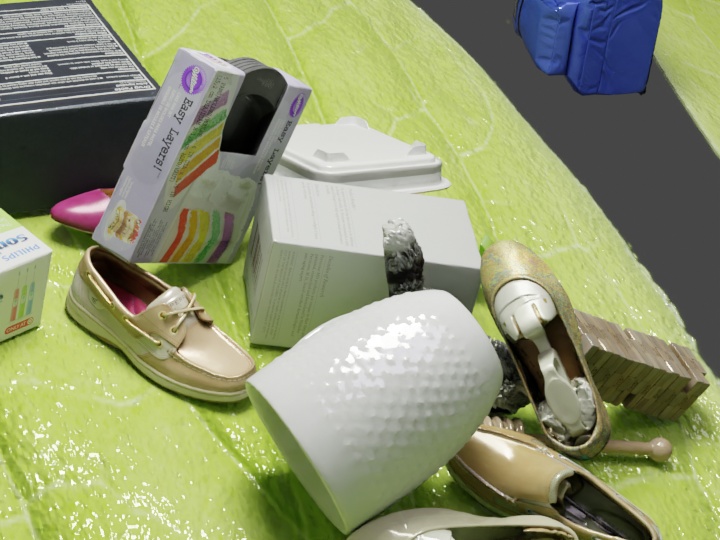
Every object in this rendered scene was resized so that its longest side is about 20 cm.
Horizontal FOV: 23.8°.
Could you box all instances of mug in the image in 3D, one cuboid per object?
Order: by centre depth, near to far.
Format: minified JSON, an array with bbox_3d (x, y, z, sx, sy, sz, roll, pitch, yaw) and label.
[{"bbox_3d":[0.008,0.091,1.387,0.175,0.148,0.200,-33,32,-12],"label":"mug"}]

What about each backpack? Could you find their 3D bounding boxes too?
[{"bbox_3d":[0.275,-0.336,2.136,0.166,0.163,0.201,2,37,-14],"label":"backpack"}]

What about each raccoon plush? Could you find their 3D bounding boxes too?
[{"bbox_3d":[0.093,0.051,1.488,0.133,0.201,0.097,-4,39,6],"label":"raccoon plush"}]

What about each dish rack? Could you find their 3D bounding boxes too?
[{"bbox_3d":[-0.019,-0.120,1.758,0.170,0.044,0.200,-8,20,-30],"label":"dish rack"}]

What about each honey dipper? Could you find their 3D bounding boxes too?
[{"bbox_3d":[0.189,0.153,1.520,0.198,0.038,0.038,6,35,-18],"label":"honey dipper"}]

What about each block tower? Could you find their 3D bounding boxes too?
[{"bbox_3d":[0.237,0.086,1.551,0.199,0.058,0.054,16,32,-42],"label":"block tower"}]

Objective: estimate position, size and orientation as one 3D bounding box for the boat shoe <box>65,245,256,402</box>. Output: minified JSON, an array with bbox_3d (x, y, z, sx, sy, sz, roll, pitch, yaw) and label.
[{"bbox_3d":[-0.173,0.044,1.493,0.199,0.070,0.074,28,36,17],"label":"boat shoe"}]

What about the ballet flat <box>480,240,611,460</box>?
[{"bbox_3d":[0.155,0.066,1.443,0.070,0.071,0.201,-19,83,-41],"label":"ballet flat"}]

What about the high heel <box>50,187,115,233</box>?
[{"bbox_3d":[-0.201,-0.090,1.641,0.199,0.097,0.067,-8,28,-35],"label":"high heel"}]

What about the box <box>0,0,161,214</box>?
[{"bbox_3d":[-0.322,-0.162,1.675,0.199,0.124,0.199,-10,41,-31],"label":"box"}]

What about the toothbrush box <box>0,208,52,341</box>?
[{"bbox_3d":[-0.387,-0.015,1.474,0.199,0.087,0.145,34,38,26],"label":"toothbrush box"}]

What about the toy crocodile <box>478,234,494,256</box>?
[{"bbox_3d":[0.041,-0.041,1.710,0.199,0.062,0.067,29,36,19],"label":"toy crocodile"}]

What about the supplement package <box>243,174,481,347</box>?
[{"bbox_3d":[0.000,0.000,1.585,0.198,0.118,0.117,7,33,-12],"label":"supplement package"}]

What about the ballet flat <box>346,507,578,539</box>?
[{"bbox_3d":[0.083,0.222,1.341,0.198,0.070,0.070,-2,38,-24],"label":"ballet flat"}]

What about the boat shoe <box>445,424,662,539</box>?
[{"bbox_3d":[0.160,0.179,1.416,0.199,0.076,0.072,24,74,13],"label":"boat shoe"}]

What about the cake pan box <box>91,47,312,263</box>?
[{"bbox_3d":[-0.139,-0.103,1.556,0.052,0.201,0.184,31,12,21],"label":"cake pan box"}]
